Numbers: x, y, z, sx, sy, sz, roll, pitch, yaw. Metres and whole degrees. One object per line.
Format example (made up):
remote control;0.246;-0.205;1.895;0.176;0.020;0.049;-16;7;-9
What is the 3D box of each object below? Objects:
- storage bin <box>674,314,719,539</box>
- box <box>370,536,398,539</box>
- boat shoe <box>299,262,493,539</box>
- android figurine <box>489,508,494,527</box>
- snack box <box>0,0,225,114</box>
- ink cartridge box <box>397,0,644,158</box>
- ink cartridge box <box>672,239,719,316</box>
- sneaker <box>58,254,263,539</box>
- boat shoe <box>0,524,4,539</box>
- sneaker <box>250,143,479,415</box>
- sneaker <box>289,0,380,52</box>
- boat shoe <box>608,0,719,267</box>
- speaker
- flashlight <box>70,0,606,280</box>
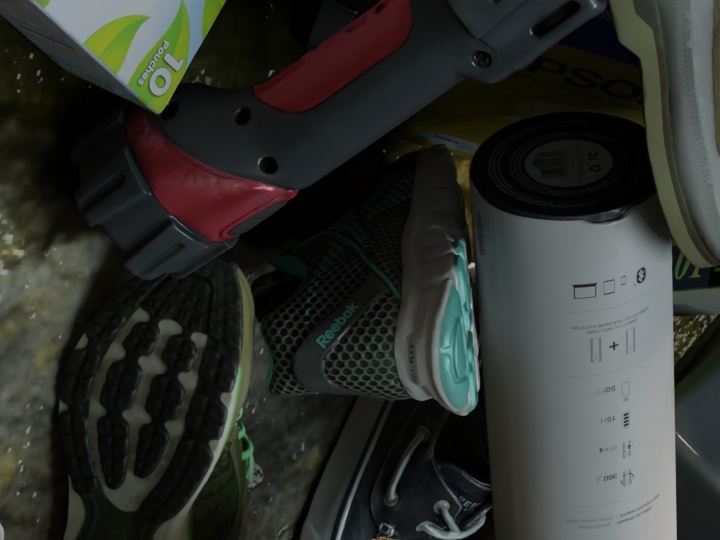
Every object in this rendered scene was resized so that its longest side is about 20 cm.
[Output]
storage bin;0.166;0.134;1.217;0.134;0.146;0.200;-27;157;-51
box;-0.031;0.168;0.979;0.200;0.021;0.163;-32;155;20
boat shoe;0.031;0.096;1.129;0.072;0.068;0.201;18;94;-57
android figurine;0.106;0.027;1.157;0.182;0.041;0.201;95;13;-78
snack box;-0.069;-0.175;0.837;0.201;0.053;0.142;-61;149;-9
ink cartridge box;0.133;-0.074;0.986;0.200;0.197;0.047;132;-28;-73
ink cartridge box;0.198;-0.030;1.168;0.044;0.200;0.094;18;79;-23
sneaker;-0.072;0.077;0.982;0.089;0.077;0.201;-29;140;-56
boat shoe;-0.160;0.171;0.887;0.074;0.086;0.203;-7;115;-53
sneaker;0.000;0.000;0.994;0.200;0.091;0.078;-83;167;-73
sneaker;0.011;-0.122;0.924;0.100;0.069;0.200;-55;172;2
boat shoe;0.133;-0.075;0.880;0.200;0.068;0.075;67;18;-47
speaker;0.090;0.041;1.001;0.081;0.081;0.201;-37;135;-37
flashlight;-0.013;-0.072;0.869;0.200;0.068;0.068;-35;131;25
